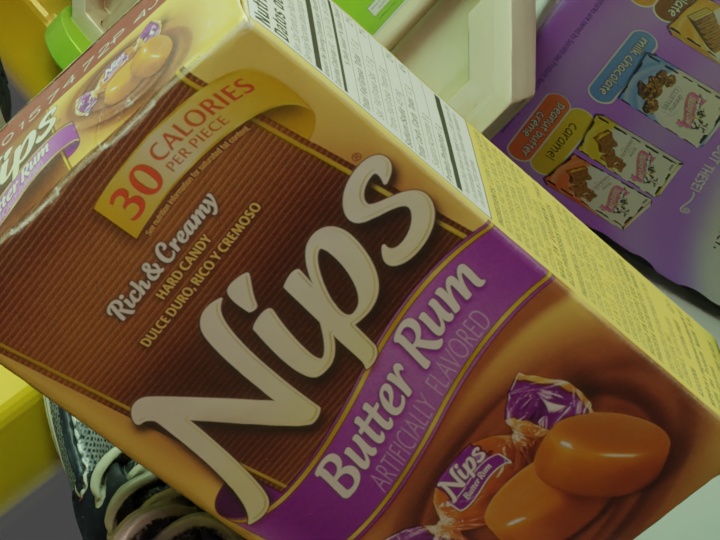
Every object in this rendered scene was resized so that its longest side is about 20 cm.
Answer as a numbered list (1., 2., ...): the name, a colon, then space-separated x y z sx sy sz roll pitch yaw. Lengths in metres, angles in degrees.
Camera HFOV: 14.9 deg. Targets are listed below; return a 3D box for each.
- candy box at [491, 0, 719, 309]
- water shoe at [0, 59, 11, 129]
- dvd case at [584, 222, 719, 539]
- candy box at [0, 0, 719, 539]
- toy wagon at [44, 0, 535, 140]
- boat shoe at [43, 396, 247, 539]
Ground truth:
1. candy box: 0.154 -0.053 0.867 0.199 0.168 0.072 30 55 -6
2. water shoe: -0.178 -0.108 0.862 0.079 0.072 0.201 -29 72 -8
3. dvd case: 0.102 0.056 0.902 0.142 0.018 0.201 9 62 -17
4. candy box: -0.004 0.014 0.727 0.200 0.117 0.057 39 22 -28
5. toy wagon: -0.033 -0.109 0.862 0.200 0.155 0.040 50 25 9
6. boat shoe: -0.046 0.071 0.783 0.074 0.093 0.201 -26 74 1
